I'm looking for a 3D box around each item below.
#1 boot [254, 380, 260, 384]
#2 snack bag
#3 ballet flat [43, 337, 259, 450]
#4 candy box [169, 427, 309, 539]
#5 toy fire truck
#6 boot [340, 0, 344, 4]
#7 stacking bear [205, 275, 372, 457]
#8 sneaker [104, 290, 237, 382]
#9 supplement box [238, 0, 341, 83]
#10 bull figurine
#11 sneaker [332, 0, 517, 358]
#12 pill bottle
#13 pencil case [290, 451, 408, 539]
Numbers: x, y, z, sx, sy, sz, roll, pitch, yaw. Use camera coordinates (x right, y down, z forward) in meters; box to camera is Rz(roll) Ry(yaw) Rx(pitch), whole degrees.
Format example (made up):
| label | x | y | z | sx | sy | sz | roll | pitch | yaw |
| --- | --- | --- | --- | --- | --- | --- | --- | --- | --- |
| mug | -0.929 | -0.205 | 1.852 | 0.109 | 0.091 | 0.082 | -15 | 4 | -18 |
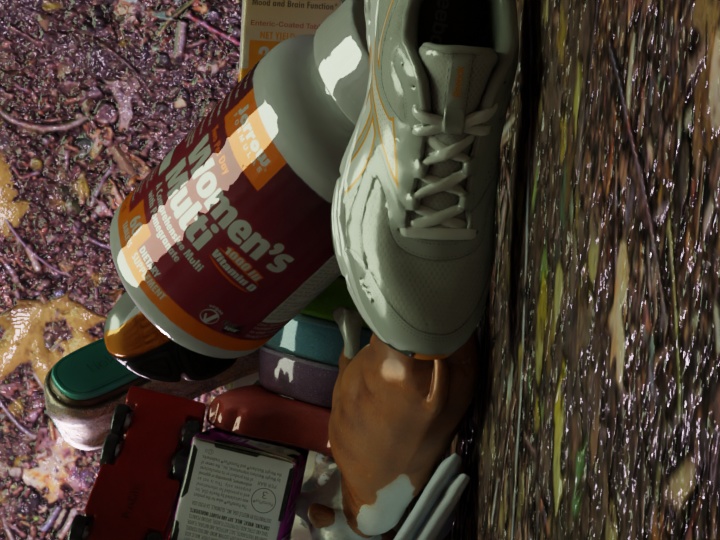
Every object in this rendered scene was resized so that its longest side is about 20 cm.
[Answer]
| label | x | y | z | sx | sy | sz | roll | pitch | yaw |
| --- | --- | --- | --- | --- | --- | --- | --- | --- | --- |
| boot | 0.009 | 0.001 | 1.551 | 0.130 | 0.068 | 0.201 | -14 | 41 | 57 |
| snack bag | -0.003 | 0.198 | 1.271 | 0.189 | 0.021 | 0.200 | -57 | -7 | -18 |
| ballet flat | -0.098 | 0.050 | 1.480 | 0.068 | 0.199 | 0.068 | 50 | 153 | 40 |
| candy box | -0.080 | 0.191 | 1.351 | 0.136 | 0.061 | 0.201 | 23 | -100 | -88 |
| toy fire truck | -0.124 | 0.145 | 1.380 | 0.201 | 0.048 | 0.142 | -75 | -4 | -51 |
| boot | 0.018 | -0.111 | 1.525 | 0.201 | 0.069 | 0.132 | -84 | -5 | -55 |
| stacking bear | 0.000 | 0.000 | 1.396 | 0.114 | 0.121 | 0.201 | 0 | -78 | -77 |
| sneaker | -0.088 | -0.005 | 1.447 | 0.200 | 0.092 | 0.076 | -34 | -46 | -40 |
| supplement box | -0.013 | -0.213 | 1.619 | 0.074 | 0.125 | 0.202 | -161 | 74 | -87 |
| bull figurine | 0.015 | 0.064 | 1.265 | 0.200 | 0.065 | 0.122 | 123 | 147 | -56 |
| sneaker | 0.032 | -0.062 | 1.087 | 0.092 | 0.075 | 0.202 | 170 | 101 | -80 |
| pill bottle | -0.032 | -0.051 | 1.277 | 0.200 | 0.109 | 0.110 | -42 | 31 | 33 |
| pencil case | -0.005 | 0.169 | 1.516 | 0.078 | 0.089 | 0.202 | -5 | -79 | -58 |
